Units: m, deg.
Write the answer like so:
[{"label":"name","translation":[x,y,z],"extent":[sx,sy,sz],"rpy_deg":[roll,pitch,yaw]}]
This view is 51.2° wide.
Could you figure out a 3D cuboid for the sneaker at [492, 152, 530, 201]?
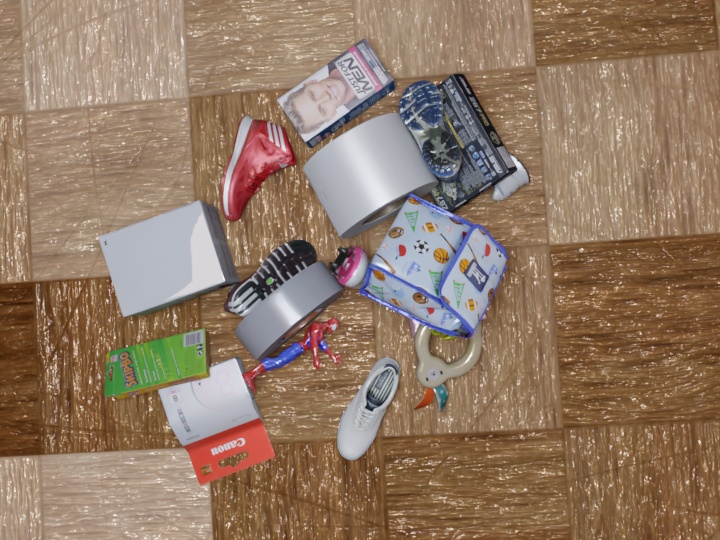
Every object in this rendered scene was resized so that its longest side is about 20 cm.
[{"label":"sneaker","translation":[0.217,-0.213,1.371],"extent":[0.087,0.075,0.200],"rpy_deg":[-43,84,8]}]

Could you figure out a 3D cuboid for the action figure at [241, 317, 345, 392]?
[{"label":"action figure","translation":[-0.107,0.169,1.373],"extent":[0.200,0.065,0.099],"rpy_deg":[-38,81,-10]}]

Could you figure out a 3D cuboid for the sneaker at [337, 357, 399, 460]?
[{"label":"sneaker","translation":[0.011,0.252,1.367],"extent":[0.073,0.071,0.201],"rpy_deg":[23,90,5]}]

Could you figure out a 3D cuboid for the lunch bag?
[{"label":"lunch bag","translation":[0.127,-0.004,1.227],"extent":[0.199,0.124,0.170],"rpy_deg":[29,63,5]}]

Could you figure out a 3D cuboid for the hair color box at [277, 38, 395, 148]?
[{"label":"hair color box","translation":[-0.044,-0.328,1.400],"extent":[0.200,0.061,0.100],"rpy_deg":[-35,85,3]}]

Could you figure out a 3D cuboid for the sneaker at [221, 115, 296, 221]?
[{"label":"sneaker","translation":[-0.185,-0.183,1.398],"extent":[0.115,0.078,0.201],"rpy_deg":[11,90,6]}]

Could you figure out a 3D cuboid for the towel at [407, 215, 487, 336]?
[{"label":"towel","translation":[0.142,0.011,1.391],"extent":[0.143,0.023,0.201],"rpy_deg":[-13,86,4]}]

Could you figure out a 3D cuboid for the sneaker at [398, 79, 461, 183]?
[{"label":"sneaker","translation":[0.122,-0.233,1.292],"extent":[0.077,0.085,0.201],"rpy_deg":[-19,66,11]}]

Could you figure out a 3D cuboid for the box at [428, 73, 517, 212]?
[{"label":"box","translation":[0.164,-0.222,1.343],"extent":[0.161,0.049,0.201],"rpy_deg":[-34,82,37]}]

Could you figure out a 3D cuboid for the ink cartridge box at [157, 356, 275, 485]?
[{"label":"ink cartridge box","translation":[-0.268,0.281,1.402],"extent":[0.162,0.057,0.201],"rpy_deg":[-21,82,3]}]

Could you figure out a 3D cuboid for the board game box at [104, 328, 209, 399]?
[{"label":"board game box","translation":[-0.379,0.175,1.402],"extent":[0.199,0.030,0.096],"rpy_deg":[-13,56,4]}]

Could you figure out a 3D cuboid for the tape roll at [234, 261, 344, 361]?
[{"label":"tape roll","translation":[-0.124,0.071,1.321],"extent":[0.200,0.200,0.066],"rpy_deg":[-39,85,2]}]

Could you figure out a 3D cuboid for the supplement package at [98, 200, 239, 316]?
[{"label":"supplement package","translation":[-0.350,-0.019,1.388],"extent":[0.199,0.111,0.157],"rpy_deg":[-19,86,4]}]

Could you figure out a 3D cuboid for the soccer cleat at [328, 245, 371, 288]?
[{"label":"soccer cleat","translation":[0.000,0.000,1.318],"extent":[0.086,0.200,0.070],"rpy_deg":[32,92,-11]}]

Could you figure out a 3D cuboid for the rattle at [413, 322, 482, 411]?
[{"label":"rattle","translation":[0.154,0.169,1.316],"extent":[0.130,0.143,0.201],"rpy_deg":[24,89,-24]}]

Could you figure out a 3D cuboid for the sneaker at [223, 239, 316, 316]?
[{"label":"sneaker","translation":[-0.180,0.013,1.394],"extent":[0.200,0.115,0.076],"rpy_deg":[-39,105,-31]}]

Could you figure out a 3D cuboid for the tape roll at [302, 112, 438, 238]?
[{"label":"tape roll","translation":[0.018,-0.164,1.319],"extent":[0.202,0.203,0.140],"rpy_deg":[-29,86,3]}]
